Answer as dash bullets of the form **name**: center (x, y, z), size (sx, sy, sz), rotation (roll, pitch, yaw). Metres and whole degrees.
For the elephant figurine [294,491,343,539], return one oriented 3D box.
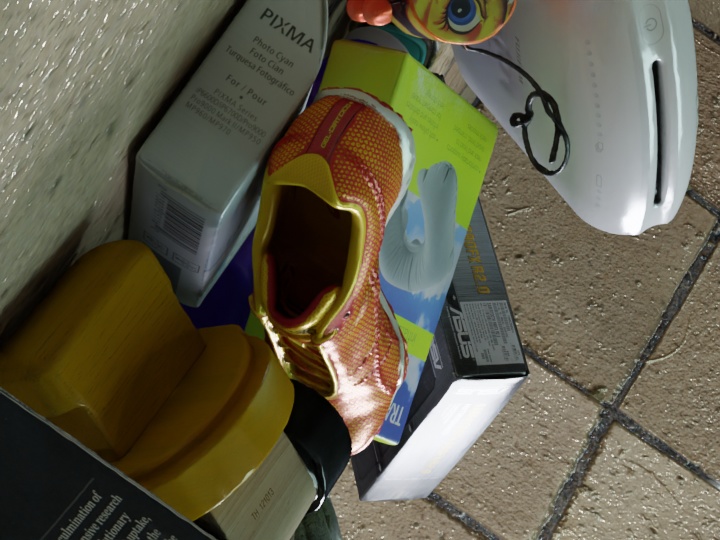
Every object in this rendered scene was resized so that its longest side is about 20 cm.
- **elephant figurine**: center (-0.056, 0.147, 1.057), size (0.142, 0.155, 0.200), rotation (-50, 177, -46)

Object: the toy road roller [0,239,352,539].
- **toy road roller**: center (-0.114, 0.071, 0.805), size (0.199, 0.147, 0.123), rotation (-8, -148, 38)

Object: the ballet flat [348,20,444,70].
- **ballet flat**: center (0.015, -0.124, 1.182), size (0.071, 0.070, 0.200), rotation (-55, 177, -26)

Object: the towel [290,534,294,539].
- **towel**: center (-0.097, 0.155, 0.894), size (0.152, 0.024, 0.200), rotation (-30, -171, 5)

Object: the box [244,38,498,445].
- **box**: center (0.000, 0.000, 0.967), size (0.122, 0.047, 0.202), rotation (27, 79, -61)

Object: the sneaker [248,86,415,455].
- **sneaker**: center (-0.022, 0.013, 0.821), size (0.077, 0.072, 0.201), rotation (-53, 154, -39)

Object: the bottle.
- **bottle**: center (-0.034, -0.053, 1.013), size (0.200, 0.065, 0.084), rotation (-55, 163, -39)

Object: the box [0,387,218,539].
- **box**: center (-0.123, 0.173, 0.646), size (0.201, 0.196, 0.124), rotation (-57, 176, 29)

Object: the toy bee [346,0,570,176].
- **toy bee**: center (0.049, -0.148, 0.889), size (0.108, 0.202, 0.131), rotation (-6, 172, -25)

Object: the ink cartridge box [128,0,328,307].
- **ink cartridge box**: center (-0.030, -0.090, 0.859), size (0.201, 0.047, 0.160), rotation (-54, 178, -17)

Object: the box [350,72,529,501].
- **box**: center (0.024, 0.011, 1.127), size (0.159, 0.048, 0.202), rotation (121, -39, -53)

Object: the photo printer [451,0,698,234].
- **photo printer**: center (0.109, -0.126, 1.014), size (0.069, 0.200, 0.167), rotation (-21, 134, -13)
